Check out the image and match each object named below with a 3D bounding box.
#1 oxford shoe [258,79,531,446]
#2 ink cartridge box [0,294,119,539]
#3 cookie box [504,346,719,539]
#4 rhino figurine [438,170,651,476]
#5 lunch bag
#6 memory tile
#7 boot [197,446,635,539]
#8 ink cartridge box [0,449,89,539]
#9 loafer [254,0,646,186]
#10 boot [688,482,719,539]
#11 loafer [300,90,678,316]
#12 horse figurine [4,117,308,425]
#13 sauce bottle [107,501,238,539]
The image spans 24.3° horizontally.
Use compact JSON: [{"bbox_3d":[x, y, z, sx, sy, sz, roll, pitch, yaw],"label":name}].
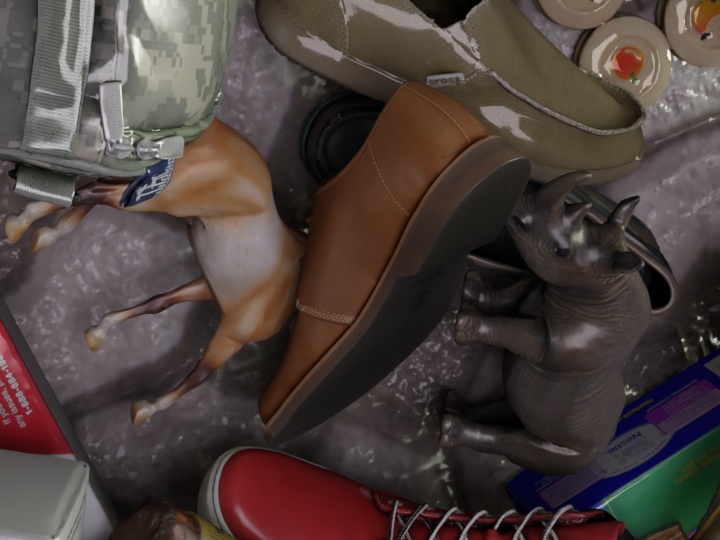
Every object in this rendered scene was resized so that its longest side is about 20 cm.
[{"bbox_3d":[0.000,0.000,0.740,0.071,0.071,0.200,-19,149,-49],"label":"oxford shoe"},{"bbox_3d":[-0.225,0.111,0.751,0.200,0.084,0.145,-27,110,-8],"label":"ink cartridge box"},{"bbox_3d":[0.200,0.158,0.882,0.171,0.075,0.200,-32,110,-4],"label":"cookie box"},{"bbox_3d":[0.088,0.025,0.772,0.087,0.060,0.200,9,136,4],"label":"rhino figurine"},{"bbox_3d":[-0.107,-0.134,0.589,0.139,0.168,0.201,3,102,-13],"label":"lunch bag"},{"bbox_3d":[0.170,-0.179,0.815,0.200,0.017,0.154,-31,110,-6],"label":"memory tile"},{"bbox_3d":[0.037,0.121,0.766,0.200,0.144,0.073,30,52,-26],"label":"boot"},{"bbox_3d":[-0.196,0.173,0.670,0.144,0.084,0.201,9,104,-2],"label":"ink cartridge box"},{"bbox_3d":[0.052,-0.100,0.766,0.199,0.076,0.068,19,123,-18],"label":"loafer"},{"bbox_3d":[0.177,0.148,0.724,0.073,0.156,0.200,26,121,-2],"label":"boot"},{"bbox_3d":[0.068,-0.031,0.802,0.200,0.063,0.072,22,99,-19],"label":"loafer"},{"bbox_3d":[-0.076,-0.015,0.748,0.132,0.050,0.200,-26,130,-1],"label":"horse figurine"},{"bbox_3d":[-0.028,0.174,0.739,0.200,0.066,0.066,39,92,-25],"label":"sauce bottle"}]
